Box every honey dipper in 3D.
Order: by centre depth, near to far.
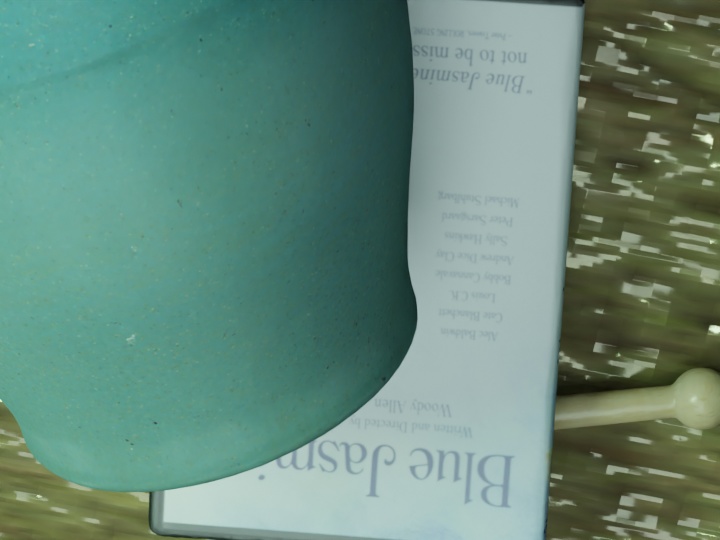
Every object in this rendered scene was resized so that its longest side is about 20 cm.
[{"bbox_3d":[0.035,0.055,0.873,0.198,0.038,0.038,-5,115,5],"label":"honey dipper"}]

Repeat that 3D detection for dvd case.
[{"bbox_3d":[0.000,0.000,0.835,0.141,0.018,0.202,3,103,2],"label":"dvd case"}]

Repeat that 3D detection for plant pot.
[{"bbox_3d":[-0.069,-0.046,0.729,0.198,0.201,0.189,-13,119,10],"label":"plant pot"}]
